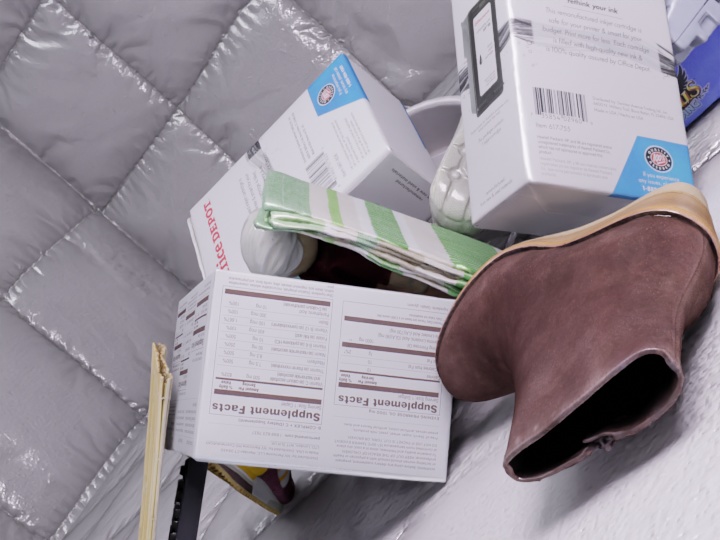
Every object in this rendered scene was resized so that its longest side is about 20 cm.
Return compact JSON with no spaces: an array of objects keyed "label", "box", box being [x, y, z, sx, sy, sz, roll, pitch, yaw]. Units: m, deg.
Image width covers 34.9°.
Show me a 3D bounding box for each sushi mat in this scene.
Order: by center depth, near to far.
[{"label":"sushi mat","box":[-0.148,0.157,0.811,0.096,0.012,0.203,-134,49,-74]}]

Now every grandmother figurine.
[{"label":"grandmother figurine","box":[0.000,0.000,0.813,0.121,0.198,0.061,-18,62,50]}]

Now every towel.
[{"label":"towel","box":[0.028,-0.017,0.760,0.153,0.198,0.024,-100,29,-76]}]

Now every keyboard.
[{"label":"keyboard","box":[-0.132,0.232,0.795,0.127,0.020,0.203,148,131,-71]}]

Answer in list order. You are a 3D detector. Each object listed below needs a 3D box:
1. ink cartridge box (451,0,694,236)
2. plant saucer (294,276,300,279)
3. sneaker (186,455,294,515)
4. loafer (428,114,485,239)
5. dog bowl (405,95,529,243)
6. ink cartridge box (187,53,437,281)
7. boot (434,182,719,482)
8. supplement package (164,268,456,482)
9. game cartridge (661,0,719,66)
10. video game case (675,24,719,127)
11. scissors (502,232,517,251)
[{"label":"ink cartridge box","box":[0.121,-0.124,0.681,0.068,0.115,0.203,141,130,-59]},{"label":"plant saucer","box":[-0.051,0.036,0.904,0.199,0.070,0.019,-33,45,11]},{"label":"sneaker","box":[-0.077,0.140,0.939,0.091,0.074,0.200,-56,-13,-10]},{"label":"loafer","box":[0.107,-0.106,0.886,0.201,0.069,0.070,-57,-14,-25]},{"label":"dog bowl","box":[0.059,-0.065,0.984,0.198,0.059,0.202,-22,46,24]},{"label":"ink cartridge box","box":[-0.040,-0.054,0.945,0.200,0.084,0.145,-43,40,18]},{"label":"boot","box":[0.088,0.043,0.566,0.200,0.072,0.167,-40,9,37]},{"label":"supplement package","box":[-0.040,0.074,0.757,0.200,0.154,0.113,157,119,-74]},{"label":"game cartridge","box":[0.237,-0.212,0.766,0.201,0.041,0.133,-52,4,-9]},{"label":"video game case","box":[0.233,-0.158,0.828,0.200,0.045,0.182,-45,8,35]},{"label":"scissors","box":[0.128,-0.050,0.874,0.073,0.014,0.202,-51,-18,-78]}]
